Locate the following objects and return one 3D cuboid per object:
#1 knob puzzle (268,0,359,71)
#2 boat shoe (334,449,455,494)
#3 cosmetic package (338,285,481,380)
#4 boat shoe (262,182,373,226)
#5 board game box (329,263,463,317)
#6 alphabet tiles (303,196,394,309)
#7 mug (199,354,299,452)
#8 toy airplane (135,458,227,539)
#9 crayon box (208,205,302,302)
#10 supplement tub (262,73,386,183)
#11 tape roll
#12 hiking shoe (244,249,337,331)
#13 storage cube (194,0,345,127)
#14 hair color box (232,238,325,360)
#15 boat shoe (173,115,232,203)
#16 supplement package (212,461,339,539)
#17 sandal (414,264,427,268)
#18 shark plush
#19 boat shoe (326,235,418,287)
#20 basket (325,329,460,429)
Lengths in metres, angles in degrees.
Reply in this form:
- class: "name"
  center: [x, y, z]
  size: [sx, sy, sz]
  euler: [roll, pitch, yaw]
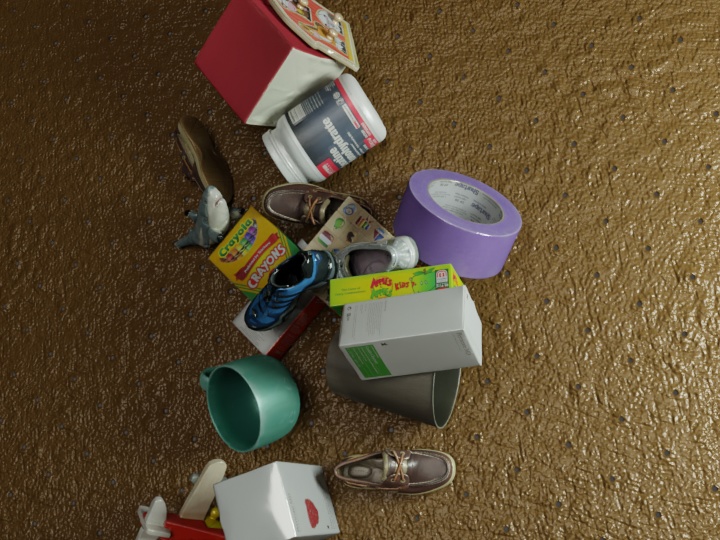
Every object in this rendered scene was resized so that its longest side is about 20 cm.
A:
- class: "knob puzzle"
  center: [-0.088, -0.470, 1.586]
  size: [0.030, 0.219, 0.221]
  euler: [-47, 64, 30]
- class: "boat shoe"
  center: [0.053, 0.326, 1.400]
  size: [0.198, 0.072, 0.073]
  euler: [-2, 74, 18]
- class: "cosmetic package"
  center: [0.079, 0.097, 1.314]
  size: [0.198, 0.108, 0.086]
  euler: [-10, 49, 21]
- class: "boat shoe"
  center: [-0.074, -0.112, 1.524]
  size: [0.198, 0.072, 0.073]
  euler: [8, 97, -13]
- class: "board game box"
  center: [0.060, 0.041, 1.369]
  size: [0.198, 0.102, 0.048]
  euler: [-8, 65, 18]
- class: "alphabet tiles"
  center: [0.000, 0.000, 1.495]
  size: [0.200, 0.008, 0.168]
  euler: [41, 84, -11]
- class: "mug"
  center: [-0.185, 0.211, 1.493]
  size: [0.186, 0.114, 0.152]
  euler: [56, 133, 20]
- class: "toy airplane"
  center: [-0.289, 0.441, 1.471]
  size: [0.198, 0.141, 0.201]
  euler: [-22, 101, -2]
- class: "crayon box"
  center: [-0.184, -0.023, 1.544]
  size: [0.200, 0.051, 0.127]
  euler: [40, 91, 28]
- class: "supplement tub"
  center: [-0.065, -0.252, 1.577]
  size: [0.199, 0.140, 0.141]
  euler: [-33, 68, 8]
- class: "tape roll"
  center: [0.159, -0.080, 1.416]
  size: [0.199, 0.199, 0.086]
  euler: [37, 125, 23]
- class: "hiking shoe"
  center: [-0.134, 0.026, 1.419]
  size: [0.200, 0.086, 0.075]
  euler: [-42, 60, 21]
- class: "storage cube"
  center: [-0.167, -0.387, 1.609]
  size: [0.180, 0.170, 0.200]
  euler: [50, 117, 23]
- class: "hair color box"
  center: [-0.129, 0.054, 1.560]
  size: [0.101, 0.061, 0.200]
  euler: [42, 92, 25]
- class: "boat shoe"
  center: [-0.318, -0.206, 1.701]
  size: [0.072, 0.072, 0.201]
  euler: [-38, 75, 39]
- class: "supplement package"
  center: [-0.132, 0.389, 1.396]
  size: [0.119, 0.200, 0.122]
  euler: [-22, 70, 12]
- class: "sandal"
  center: [0.075, 0.025, 1.461]
  size: [0.205, 0.059, 0.080]
  euler: [23, 78, 23]
- class: "shark plush"
  center: [-0.295, -0.094, 1.625]
  size: [0.083, 0.200, 0.091]
  euler: [43, 62, -13]
- class: "boat shoe"
  center: [0.004, -0.010, 1.399]
  size: [0.201, 0.064, 0.075]
  euler: [-12, 89, 44]
- class: "basket"
  center: [0.053, 0.163, 1.433]
  size: [0.198, 0.136, 0.182]
  euler: [3, 63, 24]
